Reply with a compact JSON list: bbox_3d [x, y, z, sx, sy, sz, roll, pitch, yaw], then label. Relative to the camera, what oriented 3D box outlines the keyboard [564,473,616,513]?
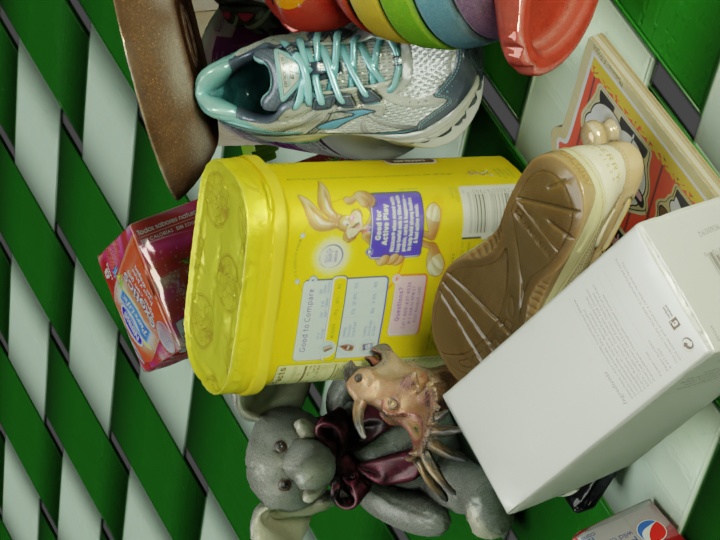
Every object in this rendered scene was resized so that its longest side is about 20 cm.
[{"bbox_3d":[0.114,0.067,1.812,0.200,0.040,0.104,57,131,31],"label":"keyboard"}]

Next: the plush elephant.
[{"bbox_3d":[-0.012,0.125,1.969,0.200,0.155,0.165,2,110,66],"label":"plush elephant"}]

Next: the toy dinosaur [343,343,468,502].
[{"bbox_3d":[0.096,0.096,1.683,0.200,0.135,0.086,25,145,45],"label":"toy dinosaur"}]

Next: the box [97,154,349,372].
[{"bbox_3d":[-0.070,-0.012,1.931,0.096,0.200,0.100,67,158,4],"label":"box"}]

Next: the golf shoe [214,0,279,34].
[{"bbox_3d":[-0.049,-0.198,1.717,0.088,0.077,0.200,42,155,-26],"label":"golf shoe"}]

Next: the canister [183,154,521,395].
[{"bbox_3d":[0.000,0.000,1.743,0.087,0.199,0.149,-133,46,-55],"label":"canister"}]

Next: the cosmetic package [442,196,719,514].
[{"bbox_3d":[0.149,0.046,1.520,0.200,0.107,0.085,-43,71,45],"label":"cosmetic package"}]

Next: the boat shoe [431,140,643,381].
[{"bbox_3d":[0.105,-0.001,1.611,0.071,0.064,0.200,56,141,18],"label":"boat shoe"}]

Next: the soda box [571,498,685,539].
[{"bbox_3d":[0.170,0.245,1.771,0.070,0.063,0.200,51,151,40],"label":"soda box"}]

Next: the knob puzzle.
[{"bbox_3d":[0.159,-0.010,1.627,0.220,0.030,0.220,49,150,41],"label":"knob puzzle"}]

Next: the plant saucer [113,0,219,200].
[{"bbox_3d":[-0.124,-0.146,1.764,0.200,0.037,0.201,-14,-90,-87],"label":"plant saucer"}]

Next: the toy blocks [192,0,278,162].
[{"bbox_3d":[-0.070,-0.168,1.968,0.137,0.100,0.201,3,111,54],"label":"toy blocks"}]

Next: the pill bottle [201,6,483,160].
[{"bbox_3d":[-0.011,-0.130,1.801,0.200,0.112,0.113,12,120,54],"label":"pill bottle"}]

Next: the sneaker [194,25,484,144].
[{"bbox_3d":[-0.015,-0.111,1.663,0.200,0.086,0.078,-11,81,40],"label":"sneaker"}]

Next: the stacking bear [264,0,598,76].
[{"bbox_3d":[0.027,-0.176,1.577,0.200,0.114,0.122,0,111,34],"label":"stacking bear"}]
